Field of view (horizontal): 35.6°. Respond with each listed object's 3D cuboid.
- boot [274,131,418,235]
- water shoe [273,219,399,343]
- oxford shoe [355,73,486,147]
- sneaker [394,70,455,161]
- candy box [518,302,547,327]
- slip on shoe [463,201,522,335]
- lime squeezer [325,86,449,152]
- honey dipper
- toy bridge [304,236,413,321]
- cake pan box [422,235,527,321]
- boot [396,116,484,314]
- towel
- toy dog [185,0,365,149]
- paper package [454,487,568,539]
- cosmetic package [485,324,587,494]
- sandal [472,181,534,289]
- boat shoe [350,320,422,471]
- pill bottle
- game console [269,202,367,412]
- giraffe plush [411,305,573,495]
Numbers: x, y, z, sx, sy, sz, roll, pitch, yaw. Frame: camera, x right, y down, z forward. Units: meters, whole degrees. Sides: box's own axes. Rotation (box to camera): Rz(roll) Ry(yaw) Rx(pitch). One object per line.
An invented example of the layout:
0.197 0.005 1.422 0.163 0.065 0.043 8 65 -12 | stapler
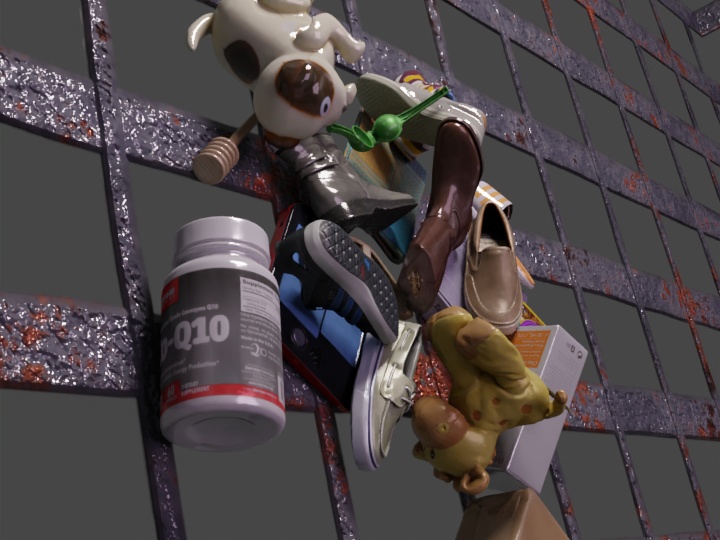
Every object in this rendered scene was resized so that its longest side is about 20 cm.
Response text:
-0.012 -0.113 1.355 0.200 0.068 0.131 -9 66 -60 | boot
-0.024 0.016 1.222 0.200 0.079 0.072 52 29 -42 | water shoe
0.081 -0.209 1.475 0.058 0.199 0.075 -45 150 -35 | oxford shoe
0.097 -0.234 1.587 0.075 0.090 0.200 45 29 -29 | sneaker
0.224 0.097 1.528 0.200 0.026 0.103 43 42 -31 | candy box
0.175 -0.006 1.465 0.061 0.076 0.201 94 2 -47 | slip on shoe
0.024 -0.185 1.397 0.200 0.071 0.038 -22 53 -35 | lime squeezer
-0.136 -0.157 1.273 0.038 0.038 0.200 53 30 -17 | honey dipper
0.000 0.000 1.319 0.200 0.027 0.067 32 45 -49 | toy bridge
0.147 0.032 1.530 0.200 0.052 0.184 49 33 -23 | cake pan box
0.093 -0.067 1.374 0.200 0.064 0.187 -54 145 -51 | boot
0.028 -0.117 1.490 0.147 0.022 0.200 47 35 -25 | towel
-0.085 -0.236 1.267 0.193 0.140 0.200 1 47 -32 | toy dog
0.189 0.391 1.294 0.200 0.103 0.191 54 35 -17 | paper package
0.197 0.170 1.397 0.071 0.101 0.201 39 62 -32 | cosmetic package
0.204 -0.068 1.625 0.207 0.059 0.079 55 9 12 | sandal
0.030 0.132 1.257 0.072 0.062 0.201 72 22 -49 | boat shoe
-0.131 0.058 1.055 0.114 0.114 0.201 27 47 -44 | pill bottle
-0.045 0.037 1.270 0.177 0.031 0.200 45 38 -27 | game console
0.123 0.161 1.285 0.200 0.162 0.173 41 -7 -2 | giraffe plush
